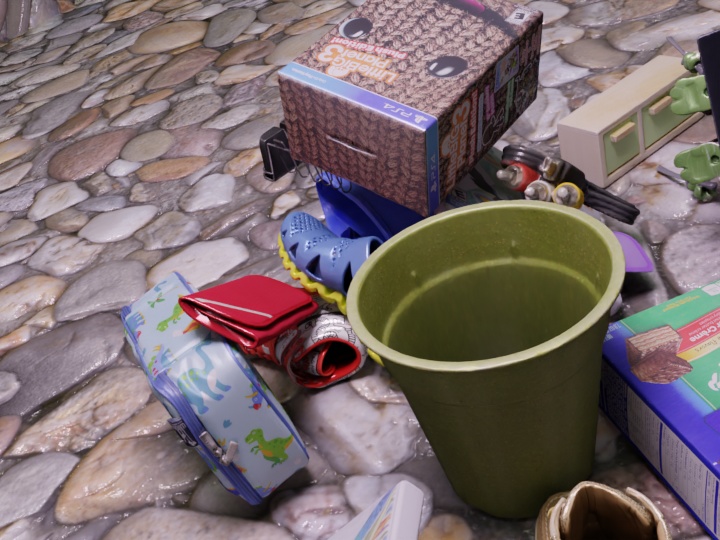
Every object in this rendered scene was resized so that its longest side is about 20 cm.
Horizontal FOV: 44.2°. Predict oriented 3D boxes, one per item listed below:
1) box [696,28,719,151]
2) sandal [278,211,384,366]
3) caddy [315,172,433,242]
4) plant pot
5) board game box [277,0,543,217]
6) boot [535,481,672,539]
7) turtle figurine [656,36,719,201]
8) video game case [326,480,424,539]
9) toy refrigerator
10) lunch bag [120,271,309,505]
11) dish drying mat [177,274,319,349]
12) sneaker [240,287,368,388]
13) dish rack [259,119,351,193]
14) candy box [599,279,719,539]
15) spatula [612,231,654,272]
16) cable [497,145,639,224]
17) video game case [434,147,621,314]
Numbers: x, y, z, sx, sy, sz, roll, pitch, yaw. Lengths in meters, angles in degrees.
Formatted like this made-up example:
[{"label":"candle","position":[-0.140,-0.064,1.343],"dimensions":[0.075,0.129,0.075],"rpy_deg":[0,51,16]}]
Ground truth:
[{"label":"box","position":[0.392,-0.114,0.751],"dimensions":[0.117,0.199,0.199],"rpy_deg":[-12,-1,42]},{"label":"sandal","position":[0.000,0.000,0.851],"dimensions":[0.200,0.088,0.079],"rpy_deg":[40,36,24]},{"label":"caddy","position":[0.021,-0.043,0.946],"dimensions":[0.104,0.142,0.200],"rpy_deg":[-32,34,-12]},{"label":"plant pot","position":[0.109,0.080,0.675],"dimensions":[0.198,0.191,0.201],"rpy_deg":[-13,32,8]},{"label":"board game box","position":[0.050,-0.170,0.816],"dimensions":[0.158,0.097,0.200],"rpy_deg":[26,55,26]},{"label":"boot","position":[0.145,0.177,0.541],"dimensions":[0.072,0.157,0.201],"rpy_deg":[-13,32,6]},{"label":"turtle figurine","position":[0.354,-0.149,0.928],"dimensions":[0.199,0.145,0.193],"rpy_deg":[34,26,27]},{"label":"video game case","position":[-0.034,0.250,0.541],"dimensions":[0.182,0.022,0.201],"rpy_deg":[-47,15,34]},{"label":"toy refrigerator","position":[0.334,-0.184,1.079],"dimensions":[0.199,0.077,0.070],"rpy_deg":[-33,35,-24]},{"label":"lunch bag","position":[-0.131,0.104,0.784],"dimensions":[0.082,0.161,0.200],"rpy_deg":[-36,35,-10]},{"label":"dish drying mat","position":[-0.092,0.029,0.781],"dimensions":[0.076,0.018,0.200],"rpy_deg":[24,10,8]},{"label":"sneaker","position":[-0.082,0.069,0.899],"dimensions":[0.199,0.068,0.108],"rpy_deg":[-6,31,12]},{"label":"dish rack","position":[-0.003,-0.137,0.919],"dimensions":[0.153,0.055,0.199],"rpy_deg":[-39,38,-24]},{"label":"candy box","position":[0.293,0.097,0.669],"dimensions":[0.168,0.078,0.200],"rpy_deg":[-21,33,-8]},{"label":"spatula","position":[0.190,-0.031,0.820],"dimensions":[0.198,0.021,0.057],"rpy_deg":[13,40,-31]},{"label":"cable","position":[0.199,-0.073,0.863],"dimensions":[0.097,0.199,0.051],"rpy_deg":[28,96,37]},{"label":"video game case","position":[0.163,-0.058,0.884],"dimensions":[0.199,0.022,0.183],"rpy_deg":[27,33,-12]}]
